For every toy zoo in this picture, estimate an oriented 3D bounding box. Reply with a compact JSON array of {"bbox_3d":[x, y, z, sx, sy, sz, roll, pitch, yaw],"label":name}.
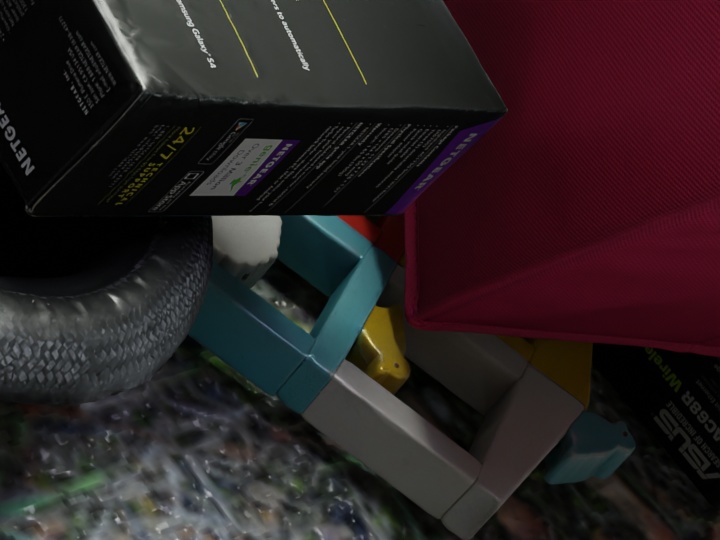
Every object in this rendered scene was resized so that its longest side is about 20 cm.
[{"bbox_3d":[0.000,0.000,0.747,0.200,0.020,0.131,37,34,-4],"label":"toy zoo"}]

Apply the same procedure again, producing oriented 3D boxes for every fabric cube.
[{"bbox_3d":[0.140,-0.086,0.681,0.199,0.199,0.197,5,75,-23],"label":"fabric cube"}]

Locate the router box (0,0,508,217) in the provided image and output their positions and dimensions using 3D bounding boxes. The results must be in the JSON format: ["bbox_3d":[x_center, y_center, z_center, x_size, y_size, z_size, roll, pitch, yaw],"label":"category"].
[{"bbox_3d":[-0.064,-0.107,0.627,0.149,0.051,0.201,-1,56,-53],"label":"router box"}]

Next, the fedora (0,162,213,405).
[{"bbox_3d":[-0.136,-0.033,0.600,0.200,0.092,0.201,31,37,-26],"label":"fedora"}]

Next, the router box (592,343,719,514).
[{"bbox_3d":[0.119,-0.022,0.863,0.150,0.062,0.200,-15,61,-50],"label":"router box"}]
